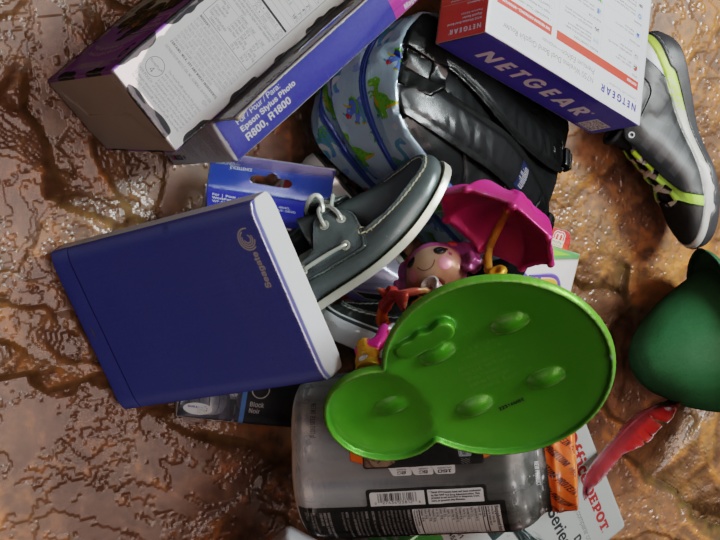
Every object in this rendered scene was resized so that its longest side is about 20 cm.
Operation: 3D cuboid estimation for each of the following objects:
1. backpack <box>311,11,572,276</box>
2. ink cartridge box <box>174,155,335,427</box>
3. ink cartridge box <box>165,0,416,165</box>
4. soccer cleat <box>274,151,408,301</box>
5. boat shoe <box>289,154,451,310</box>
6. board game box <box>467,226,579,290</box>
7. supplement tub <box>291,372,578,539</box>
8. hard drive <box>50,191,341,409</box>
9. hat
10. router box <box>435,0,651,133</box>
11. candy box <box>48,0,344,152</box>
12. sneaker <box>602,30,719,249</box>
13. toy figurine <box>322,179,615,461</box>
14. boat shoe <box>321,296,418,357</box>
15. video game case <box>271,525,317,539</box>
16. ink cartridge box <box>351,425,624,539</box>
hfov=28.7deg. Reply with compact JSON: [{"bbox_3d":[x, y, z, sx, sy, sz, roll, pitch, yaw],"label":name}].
[{"bbox_3d":[0.059,-0.107,1.089,0.200,0.153,0.164,45,56,-50],"label":"backpack"},{"bbox_3d":[-0.079,0.017,1.057,0.099,0.039,0.201,6,103,-11],"label":"ink cartridge box"},{"bbox_3d":[-0.044,-0.151,1.005,0.196,0.200,0.043,-44,110,-16],"label":"ink cartridge box"},{"bbox_3d":[0.000,0.000,1.120,0.073,0.068,0.200,-38,111,2],"label":"soccer cleat"},{"bbox_3d":[-0.023,-0.020,0.999,0.200,0.073,0.062,-40,110,9],"label":"boat shoe"},{"bbox_3d":[0.124,0.053,1.200,0.095,0.030,0.201,15,85,-26],"label":"board game box"},{"bbox_3d":[0.056,0.131,1.029,0.199,0.123,0.123,-4,97,9],"label":"supplement tub"},{"bbox_3d":[-0.119,0.026,0.990,0.025,0.200,0.132,-40,112,-49],"label":"hard drive"},{"bbox_3d":[0.235,0.082,1.199,0.176,0.200,0.166,-16,86,-1],"label":"hat"},{"bbox_3d":[0.149,-0.224,1.082,0.200,0.049,0.180,22,71,-43],"label":"router box"},{"bbox_3d":[-0.105,-0.173,0.991,0.200,0.168,0.072,-45,112,-16],"label":"candy box"},{"bbox_3d":[0.248,-0.110,1.229,0.083,0.072,0.201,-17,94,-16],"label":"sneaker"},{"bbox_3d":[0.070,0.020,0.979,0.200,0.184,0.150,-25,122,20],"label":"toy figurine"},{"bbox_3d":[0.064,0.035,1.069,0.199,0.074,0.068,10,102,-19],"label":"boat shoe"},{"bbox_3d":[-0.032,0.292,1.084,0.200,0.022,0.182,33,119,-23],"label":"video game case"},{"bbox_3d":[0.102,0.201,1.145,0.200,0.083,0.147,-36,123,-16],"label":"ink cartridge box"}]
